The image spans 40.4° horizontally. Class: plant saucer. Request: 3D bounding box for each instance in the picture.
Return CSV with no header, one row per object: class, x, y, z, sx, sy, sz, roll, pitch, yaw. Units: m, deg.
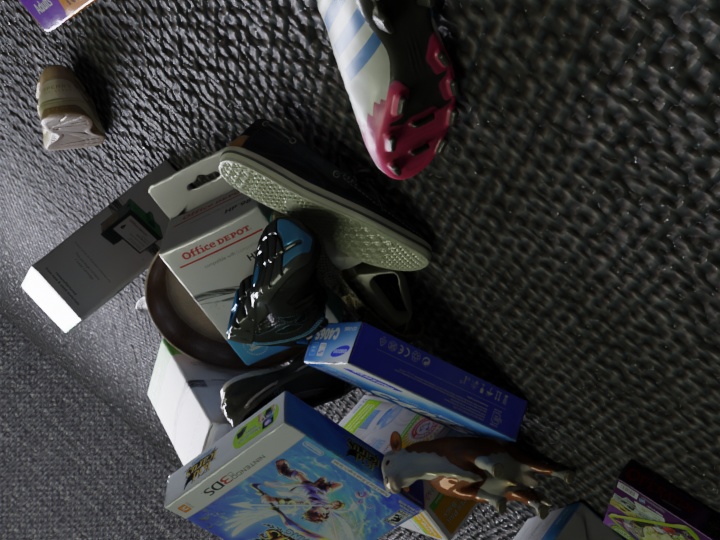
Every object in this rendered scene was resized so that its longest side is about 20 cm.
plant saucer,-0.132,0.023,1.064,0.200,0.200,0.035,57,-162,-31

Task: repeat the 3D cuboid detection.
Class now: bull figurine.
bull figurine,0.116,0.203,0.978,0.200,0.065,0.121,9,-177,-41

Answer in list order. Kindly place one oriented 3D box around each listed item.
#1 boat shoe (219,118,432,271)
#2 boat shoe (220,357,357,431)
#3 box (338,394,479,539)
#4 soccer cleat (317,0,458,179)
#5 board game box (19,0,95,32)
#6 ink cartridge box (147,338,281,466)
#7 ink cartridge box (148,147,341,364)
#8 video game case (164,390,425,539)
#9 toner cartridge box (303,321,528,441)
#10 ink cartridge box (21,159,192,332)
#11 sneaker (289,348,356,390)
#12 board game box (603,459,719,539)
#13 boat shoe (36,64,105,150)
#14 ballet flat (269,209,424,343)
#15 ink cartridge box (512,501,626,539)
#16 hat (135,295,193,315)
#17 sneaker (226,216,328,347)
boat shoe,-0.022,-0.064,0.834,0.200,0.062,0.075,29,153,-7
boat shoe,-0.046,0.117,1.009,0.057,0.200,0.067,-120,11,-53
box,0.052,0.228,1.154,0.101,0.112,0.200,54,155,-20
soccer cleat,0.014,-0.148,0.634,0.086,0.070,0.200,47,161,34
board game box,-0.109,-0.263,0.438,0.200,0.200,0.200,52,155,-22
ink cartridge box,-0.145,0.163,1.127,0.145,0.084,0.200,9,-161,-30
ink cartridge box,-0.116,-0.013,0.970,0.116,0.067,0.200,-24,121,17
video game case,-0.066,0.230,1.003,0.181,0.045,0.200,-37,121,26
toner cartridge box,0.054,0.107,0.938,0.200,0.043,0.095,27,163,-24
ink cartridge box,-0.287,-0.026,1.150,0.084,0.200,0.146,49,156,-8
sneaker,-0.034,0.111,1.163,0.082,0.075,0.200,32,167,2
board game box,0.319,0.260,0.889,0.200,0.032,0.120,33,151,24
boat shoe,-0.338,-0.185,1.138,0.200,0.071,0.065,157,103,-74
ballet flat,0.000,0.000,0.921,0.075,0.068,0.200,-11,131,36
ink cartridge box,0.235,0.334,1.103,0.116,0.067,0.200,41,157,4
hat,-0.170,0.034,1.198,0.200,0.081,0.201,12,159,5
sneaker,-0.060,0.014,0.870,0.082,0.073,0.200,15,155,-12
